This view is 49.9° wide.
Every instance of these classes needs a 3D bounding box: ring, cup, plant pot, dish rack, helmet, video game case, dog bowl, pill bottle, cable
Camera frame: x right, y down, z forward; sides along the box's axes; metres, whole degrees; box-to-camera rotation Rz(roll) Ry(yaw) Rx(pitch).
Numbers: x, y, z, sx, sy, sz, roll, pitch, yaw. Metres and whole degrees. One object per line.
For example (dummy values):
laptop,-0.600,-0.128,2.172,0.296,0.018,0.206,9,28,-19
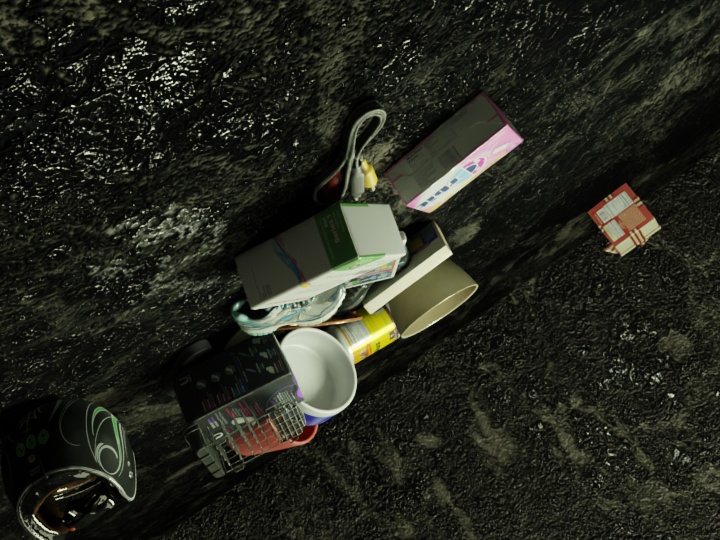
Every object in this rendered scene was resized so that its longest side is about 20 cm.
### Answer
ring,-0.095,0.095,1.484,0.199,0.019,0.200,-7,180,0
cup,0.134,0.032,1.680,0.199,0.144,0.200,-31,165,-9
plant pot,-0.231,0.354,1.877,0.177,0.202,0.200,-30,169,29
dish rack,-0.195,0.285,1.358,0.199,0.055,0.154,-26,148,-10
helmet,-0.440,0.291,1.172,0.199,0.191,0.201,-11,123,-17
video game case,-0.028,-0.006,1.337,0.199,0.023,0.182,-14,162,-9
dog bowl,-0.110,0.228,1.673,0.199,0.201,0.079,-18,163,-46
pill bottle,-0.008,0.157,1.850,0.199,0.110,0.109,-28,165,-21
cable,-0.019,-0.149,1.001,0.096,0.051,0.200,-13,149,-11

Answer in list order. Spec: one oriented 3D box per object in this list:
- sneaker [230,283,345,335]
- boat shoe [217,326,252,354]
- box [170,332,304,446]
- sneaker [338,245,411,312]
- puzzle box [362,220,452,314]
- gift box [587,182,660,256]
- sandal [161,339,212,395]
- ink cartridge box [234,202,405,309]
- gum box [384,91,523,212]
sneaker,-0.121,0.054,1.275,0.199,0.078,0.086,-21,156,10
boat shoe,-0.233,0.155,1.458,0.073,0.063,0.202,11,129,-26
box,-0.218,0.212,1.388,0.199,0.106,0.123,-26,146,-7
sneaker,0.000,0.000,1.469,0.200,0.073,0.082,-38,147,1
puzzle box,0.084,-0.008,1.526,0.200,0.025,0.133,-37,-157,11
gift box,0.880,-0.166,2.630,0.199,0.185,0.186,-34,157,19
sandal,-0.316,0.191,1.416,0.076,0.043,0.200,-25,163,-32
ink cartridge box,-0.058,-0.021,1.116,0.199,0.085,0.145,-24,171,29
gum box,0.139,-0.170,1.179,0.200,0.066,0.113,-38,164,17
